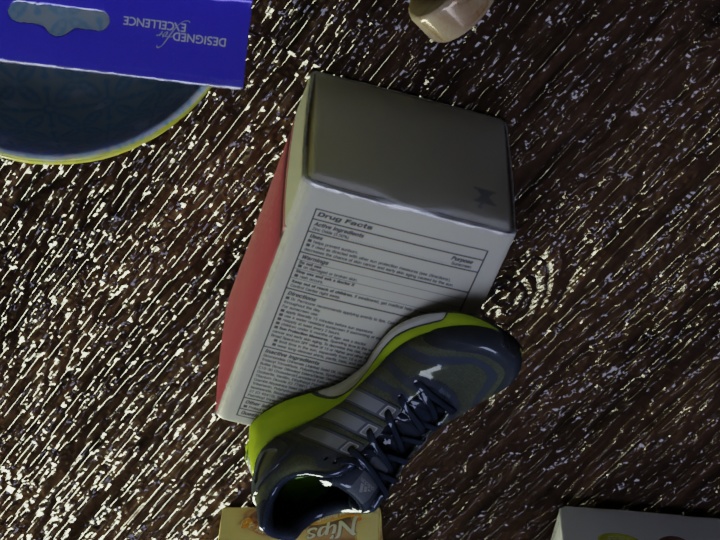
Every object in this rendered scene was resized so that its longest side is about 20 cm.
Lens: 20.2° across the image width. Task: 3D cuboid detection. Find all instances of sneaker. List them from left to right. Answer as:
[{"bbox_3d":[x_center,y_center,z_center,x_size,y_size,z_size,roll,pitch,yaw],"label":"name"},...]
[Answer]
[{"bbox_3d":[0.014,0.096,1.176,0.200,0.081,0.074,-35,123,28],"label":"sneaker"}]

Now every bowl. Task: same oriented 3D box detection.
[{"bbox_3d":[-0.162,-0.148,1.081,0.200,0.200,0.108,9,174,-6],"label":"bowl"}]

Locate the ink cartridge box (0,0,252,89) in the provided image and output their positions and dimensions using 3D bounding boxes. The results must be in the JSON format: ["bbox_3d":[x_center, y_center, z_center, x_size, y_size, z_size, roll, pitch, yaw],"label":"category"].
[{"bbox_3d":[-0.143,-0.201,1.010,0.198,0.200,0.043,6,176,-3],"label":"ink cartridge box"}]

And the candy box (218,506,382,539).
[{"bbox_3d":[-0.038,0.258,1.480,0.115,0.055,0.200,-1,131,3],"label":"candy box"}]

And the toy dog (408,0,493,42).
[{"bbox_3d":[0.067,-0.212,1.062,0.200,0.096,0.132,-25,124,4],"label":"toy dog"}]

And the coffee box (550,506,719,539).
[{"bbox_3d":[0.222,0.307,1.421,0.199,0.198,0.200,6,133,-4],"label":"coffee box"}]

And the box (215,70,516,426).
[{"bbox_3d":[0.000,0.000,1.218,0.128,0.109,0.200,14,130,-11],"label":"box"}]
